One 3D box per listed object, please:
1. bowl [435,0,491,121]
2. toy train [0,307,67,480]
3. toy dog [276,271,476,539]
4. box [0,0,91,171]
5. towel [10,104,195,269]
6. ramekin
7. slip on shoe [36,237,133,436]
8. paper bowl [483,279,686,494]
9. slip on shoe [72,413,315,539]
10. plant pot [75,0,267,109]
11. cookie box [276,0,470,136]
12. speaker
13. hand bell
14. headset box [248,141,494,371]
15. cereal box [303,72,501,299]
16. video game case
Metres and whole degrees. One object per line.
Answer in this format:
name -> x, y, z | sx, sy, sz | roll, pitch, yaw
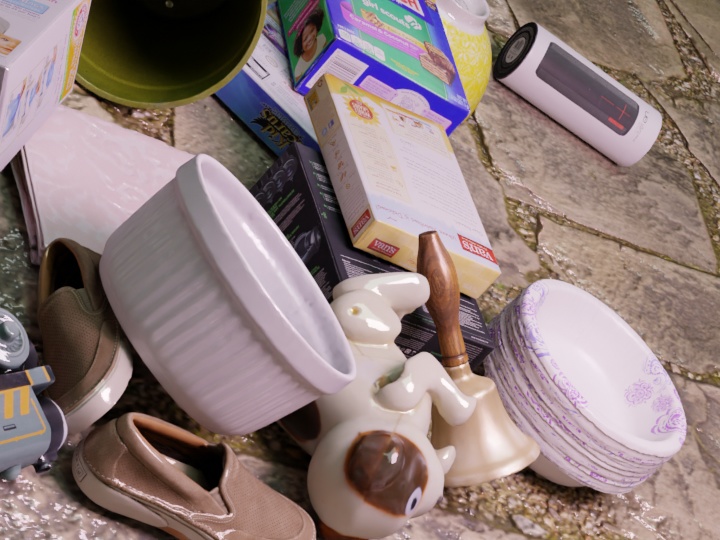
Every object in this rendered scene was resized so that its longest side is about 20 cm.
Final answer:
bowl -> 0.076, -0.264, 2.234 | 0.200, 0.108, 0.200 | 32, 31, -22
toy train -> -0.270, 0.092, 1.328 | 0.200, 0.085, 0.114 | -10, 71, -59
toy dog -> -0.002, 0.112, 1.592 | 0.194, 0.140, 0.200 | 8, 43, -31
box -> -0.291, -0.162, 1.578 | 0.112, 0.101, 0.200 | 19, 29, 4
towel -> -0.194, -0.051, 1.668 | 0.200, 0.032, 0.191 | 20, 37, -37
ramekin -> -0.101, 0.025, 1.502 | 0.200, 0.105, 0.200 | 54, 8, -12
slip on shoe -> -0.203, 0.042, 1.473 | 0.061, 0.076, 0.200 | 47, 21, -25
paper bowl -> 0.191, 0.114, 1.875 | 0.201, 0.104, 0.201 | 32, 30, -21
slip on shoe -> -0.105, 0.153, 1.460 | 0.200, 0.061, 0.076 | 28, 31, -28
plant pot -> -0.173, -0.264, 1.841 | 0.200, 0.200, 0.193 | 39, 17, -10
cookie box -> 0.007, -0.226, 2.030 | 0.171, 0.075, 0.200 | 26, 31, -30
speaker -> 0.256, -0.204, 2.423 | 0.200, 0.081, 0.081 | 33, 30, -21
hand bell -> 0.076, 0.065, 1.688 | 0.104, 0.104, 0.200 | -39, 119, -62
headset box -> 0.000, 0.000, 1.789 | 0.174, 0.093, 0.200 | 20, 36, -37
cereal box -> 0.035, -0.075, 1.796 | 0.144, 0.040, 0.200 | 23, 34, -34
video game case -> -0.051, -0.162, 1.991 | 0.200, 0.045, 0.181 | 45, 28, 1
